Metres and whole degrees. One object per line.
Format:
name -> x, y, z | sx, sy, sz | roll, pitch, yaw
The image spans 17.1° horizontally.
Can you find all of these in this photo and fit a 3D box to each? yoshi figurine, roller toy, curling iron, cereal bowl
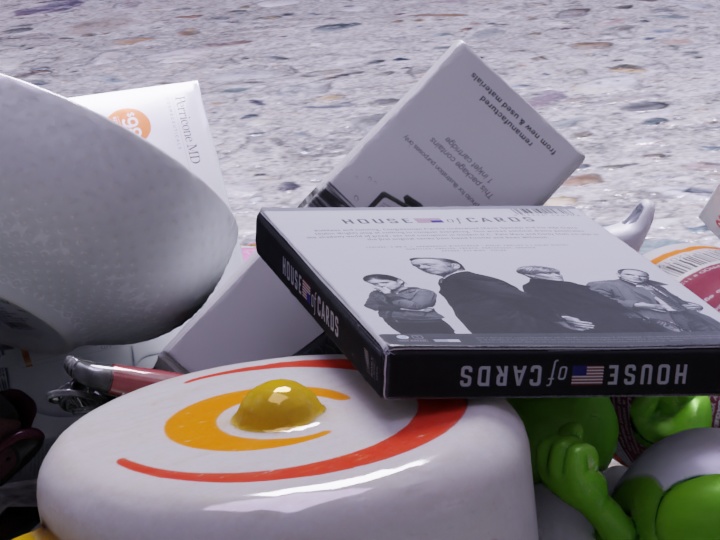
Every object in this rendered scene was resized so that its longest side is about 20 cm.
yoshi figurine -> 0.110, 0.074, 0.937 | 0.200, 0.112, 0.112 | -12, 44, 44
roller toy -> -0.027, 0.108, 0.887 | 0.200, 0.140, 0.182 | -2, 15, 13
curling iron -> -0.031, 0.057, 0.991 | 0.200, 0.026, 0.050 | 7, -2, -14
cereal bowl -> -0.163, -0.018, 1.118 | 0.200, 0.083, 0.200 | 19, -18, 7

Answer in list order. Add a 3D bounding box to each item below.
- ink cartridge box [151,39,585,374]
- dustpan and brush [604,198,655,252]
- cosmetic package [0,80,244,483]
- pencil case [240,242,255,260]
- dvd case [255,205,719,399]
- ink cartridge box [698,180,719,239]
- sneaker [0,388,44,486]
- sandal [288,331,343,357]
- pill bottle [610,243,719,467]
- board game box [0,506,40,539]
ink cartridge box -> 0.000, 0.000, 1.133 | 0.200, 0.084, 0.146 | -47, 0, -7
dustpan and brush -> 0.067, 0.047, 1.082 | 0.057, 0.200, 0.140 | 26, 4, -21
cosmetic package -> -0.138, 0.003, 1.247 | 0.150, 0.200, 0.052 | -8, -28, -15
pencil case -> -0.075, 0.021, 1.340 | 0.200, 0.083, 0.086 | -15, -7, -31
dvd case -> 0.052, 0.009, 0.962 | 0.150, 0.025, 0.200 | 0, 16, -16
ink cartridge box -> 0.225, -0.017, 1.098 | 0.067, 0.200, 0.116 | -40, -10, -10
sneaker -> -0.208, 0.091, 1.046 | 0.115, 0.076, 0.200 | -39, -1, 27
sandal -> -0.041, 0.073, 1.031 | 0.200, 0.076, 0.043 | -26, 0, -12
pill bottle -> 0.187, 0.061, 1.039 | 0.114, 0.114, 0.200 | -11, 17, -21
board game box -> -0.142, 0.144, 1.017 | 0.105, 0.024, 0.200 | 2, 16, 16
